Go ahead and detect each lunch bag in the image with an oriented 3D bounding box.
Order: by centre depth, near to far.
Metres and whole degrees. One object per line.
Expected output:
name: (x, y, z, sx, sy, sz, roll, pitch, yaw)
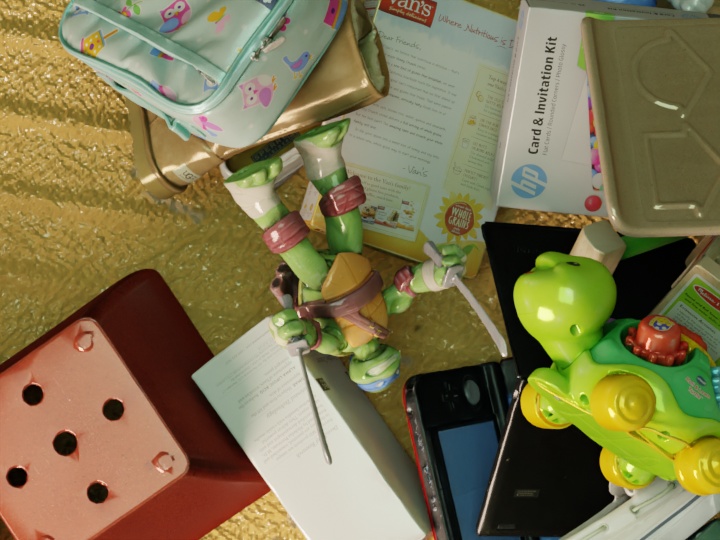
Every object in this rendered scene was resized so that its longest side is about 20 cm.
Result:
lunch bag: (-0.116, -0.180, 1.589, 0.200, 0.077, 0.160, 29, 79, 41)

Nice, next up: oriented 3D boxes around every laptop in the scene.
laptop: (0.169, 0.083, 1.631, 0.187, 0.116, 0.200, 4, 113, -25)

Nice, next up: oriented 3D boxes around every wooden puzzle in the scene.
wooden puzzle: (0.256, -0.096, 1.538, 0.200, 0.046, 0.185, 1, 56, -7)

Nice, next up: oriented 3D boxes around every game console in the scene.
game console: (0.137, 0.158, 1.628, 0.119, 0.172, 0.200, -16, 84, 31)

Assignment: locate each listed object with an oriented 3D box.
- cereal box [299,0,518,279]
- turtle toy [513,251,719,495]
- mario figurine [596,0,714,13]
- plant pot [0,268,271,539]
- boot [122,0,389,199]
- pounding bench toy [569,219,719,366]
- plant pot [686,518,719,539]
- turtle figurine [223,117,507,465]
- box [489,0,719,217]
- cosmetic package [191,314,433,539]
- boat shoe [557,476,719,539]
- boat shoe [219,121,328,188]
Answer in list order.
cereal box: (0.049, -0.108, 1.663, 0.144, 0.040, 0.200, 19, 87, -21)
turtle toy: (0.179, 0.071, 1.487, 0.200, 0.146, 0.101, 38, 75, -16)
mario figurine: (0.184, -0.215, 1.647, 0.123, 0.106, 0.200, -21, 92, -33)
plant pot: (-0.197, 0.126, 1.631, 0.200, 0.176, 0.200, -35, 84, 2)
boot: (-0.083, -0.159, 1.649, 0.200, 0.066, 0.175, -26, 63, 23)
pounding bench toy: (0.260, 0.002, 1.581, 0.200, 0.124, 0.156, 38, 48, 4)
plant pot: (0.257, 0.274, 1.561, 0.201, 0.201, 0.161, -40, 83, 2)
turtle figurine: (0.000, 0.000, 1.541, 0.144, 0.200, 0.194, -25, 101, 5)
box: (0.206, -0.115, 1.625, 0.200, 0.041, 0.156, 7, 111, -5)
cosmetic package: (-0.027, 0.132, 1.642, 0.081, 0.113, 0.200, -39, 84, 11)
boat shoe: (0.207, 0.167, 1.577, 0.200, 0.074, 0.067, -38, 86, -23)
boat shoe: (-0.030, -0.136, 1.684, 0.200, 0.070, 0.071, -39, 83, 2)
